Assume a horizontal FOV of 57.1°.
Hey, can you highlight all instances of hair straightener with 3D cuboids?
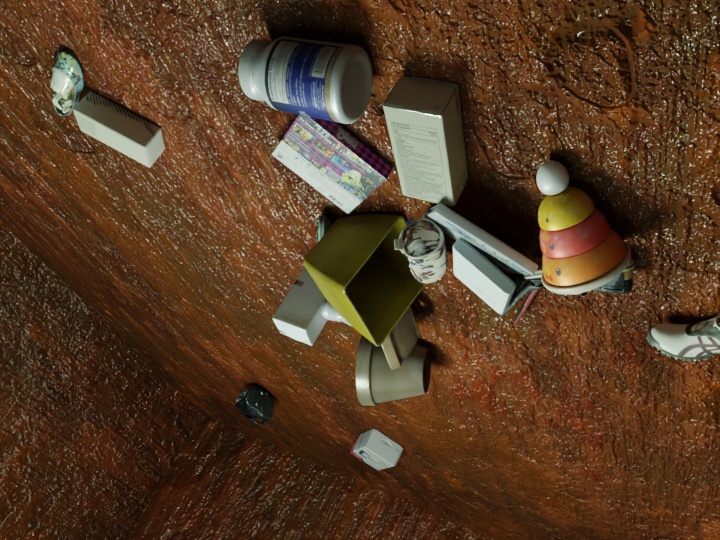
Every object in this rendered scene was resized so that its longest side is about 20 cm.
[{"bbox_3d":[0.305,0.047,1.309,0.076,0.041,0.201,27,158,9],"label":"hair straightener"}]

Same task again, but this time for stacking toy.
[{"bbox_3d":[0.322,-0.079,1.034,0.145,0.146,0.202,-7,117,50],"label":"stacking toy"}]

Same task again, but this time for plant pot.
[{"bbox_3d":[0.093,0.261,1.749,0.170,0.203,0.201,2,145,17],"label":"plant pot"},{"bbox_3d":[0.000,0.000,1.398,0.175,0.201,0.201,22,154,40],"label":"plant pot"},{"bbox_3d":[0.084,0.122,1.562,0.091,0.203,0.202,-20,140,3],"label":"plant pot"}]

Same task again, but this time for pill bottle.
[{"bbox_3d":[-0.089,-0.305,1.047,0.197,0.117,0.117,17,150,26],"label":"pill bottle"}]

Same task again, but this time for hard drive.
[{"bbox_3d":[0.230,0.015,1.254,0.132,0.027,0.200,43,176,15],"label":"hard drive"}]

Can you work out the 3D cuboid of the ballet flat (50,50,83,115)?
[{"bbox_3d":[-0.671,-0.415,1.504,0.074,0.075,0.200,33,152,-6],"label":"ballet flat"}]

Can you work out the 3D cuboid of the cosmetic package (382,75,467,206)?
[{"bbox_3d":[0.109,-0.204,1.062,0.104,0.072,0.201,17,150,23],"label":"cosmetic package"}]

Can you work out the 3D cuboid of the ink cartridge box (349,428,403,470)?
[{"bbox_3d":[0.060,0.708,2.609,0.146,0.086,0.200,33,154,-4],"label":"ink cartridge box"}]

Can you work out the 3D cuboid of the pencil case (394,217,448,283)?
[{"bbox_3d":[0.121,-0.034,1.266,0.087,0.080,0.200,1,165,12],"label":"pencil case"}]

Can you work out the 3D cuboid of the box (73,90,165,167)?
[{"bbox_3d":[-0.556,-0.327,1.533,0.197,0.069,0.082,28,153,4],"label":"box"}]

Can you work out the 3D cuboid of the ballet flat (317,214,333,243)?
[{"bbox_3d":[-0.069,-0.065,1.502,0.062,0.069,0.201,2,153,-6],"label":"ballet flat"}]

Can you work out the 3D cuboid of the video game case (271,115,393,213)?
[{"bbox_3d":[-0.058,-0.209,1.262,0.199,0.036,0.181,37,152,-11],"label":"video game case"}]

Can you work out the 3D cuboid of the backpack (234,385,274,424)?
[{"bbox_3d":[-0.460,0.577,2.872,0.167,0.127,0.199,48,151,-9],"label":"backpack"}]

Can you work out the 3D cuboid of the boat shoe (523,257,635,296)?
[{"bbox_3d":[0.374,0.012,1.144,0.197,0.074,0.063,-1,111,40],"label":"boat shoe"}]

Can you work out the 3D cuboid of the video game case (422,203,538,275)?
[{"bbox_3d":[0.206,-0.053,1.182,0.198,0.022,0.182,32,180,-2],"label":"video game case"}]

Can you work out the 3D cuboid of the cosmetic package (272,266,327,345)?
[{"bbox_3d":[-0.116,0.068,1.596,0.100,0.202,0.075,16,149,25],"label":"cosmetic package"}]

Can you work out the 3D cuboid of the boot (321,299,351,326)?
[{"bbox_3d":[-0.006,0.105,1.601,0.094,0.075,0.199,20,-169,29],"label":"boot"}]

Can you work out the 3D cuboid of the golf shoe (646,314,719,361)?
[{"bbox_3d":[0.590,0.108,1.116,0.197,0.077,0.090,8,126,33],"label":"golf shoe"}]
